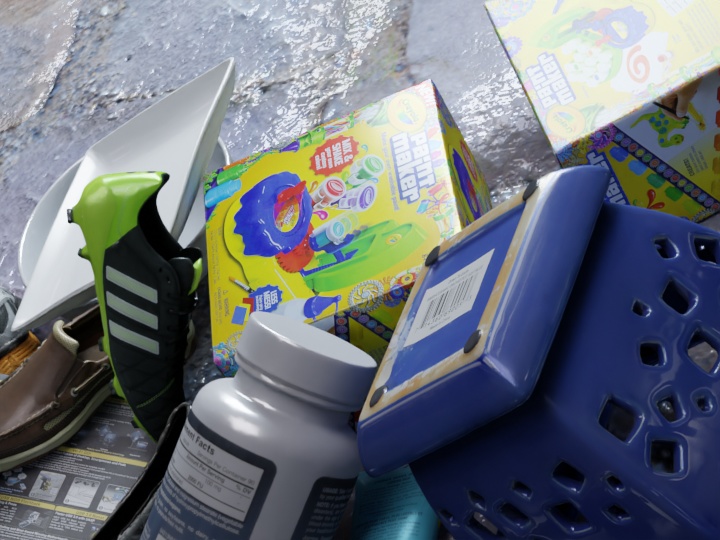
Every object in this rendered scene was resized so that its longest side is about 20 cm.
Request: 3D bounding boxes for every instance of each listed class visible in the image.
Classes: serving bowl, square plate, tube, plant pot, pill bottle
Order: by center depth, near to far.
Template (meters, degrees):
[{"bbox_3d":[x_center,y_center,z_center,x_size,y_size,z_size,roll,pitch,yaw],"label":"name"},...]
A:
[{"bbox_3d":[0.121,0.064,1.225,0.200,0.179,0.201,-33,27,53],"label":"plant pot"},{"bbox_3d":[-0.065,0.136,1.316,0.119,0.119,0.202,30,101,47],"label":"pill bottle"},{"bbox_3d":[0.017,0.199,1.322,0.077,0.051,0.201,-10,40,20],"label":"tube"},{"bbox_3d":[-0.178,-0.053,1.575,0.197,0.028,0.201,-27,35,42],"label":"square plate"},{"bbox_3d":[-0.180,-0.028,1.663,0.199,0.066,0.201,-19,41,17],"label":"serving bowl"}]

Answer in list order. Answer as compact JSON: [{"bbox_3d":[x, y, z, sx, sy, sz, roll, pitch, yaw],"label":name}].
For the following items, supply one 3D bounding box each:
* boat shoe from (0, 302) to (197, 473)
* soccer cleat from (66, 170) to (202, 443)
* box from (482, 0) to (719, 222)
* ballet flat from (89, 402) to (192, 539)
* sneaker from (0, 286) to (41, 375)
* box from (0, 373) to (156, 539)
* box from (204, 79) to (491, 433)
[{"bbox_3d":[-0.217,0.068,1.484,0.202,0.075,0.075,-35,48,-21],"label":"boat shoe"},{"bbox_3d":[-0.145,0.028,1.429,0.080,0.202,0.068,-11,14,13],"label":"soccer cleat"},{"bbox_3d":[0.217,-0.146,1.473,0.191,0.122,0.201,-27,41,8],"label":"box"},{"bbox_3d":[-0.165,0.172,1.382,0.066,0.057,0.200,-10,32,51],"label":"ballet flat"},{"bbox_3d":[-0.317,0.036,1.661,0.078,0.077,0.200,-43,22,-11],"label":"sneaker"},{"bbox_3d":[-0.238,0.157,1.490,0.198,0.049,0.162,7,52,19],"label":"box"},{"bbox_3d":[0.000,0.000,1.460,0.191,0.122,0.201,-22,41,11],"label":"box"}]
